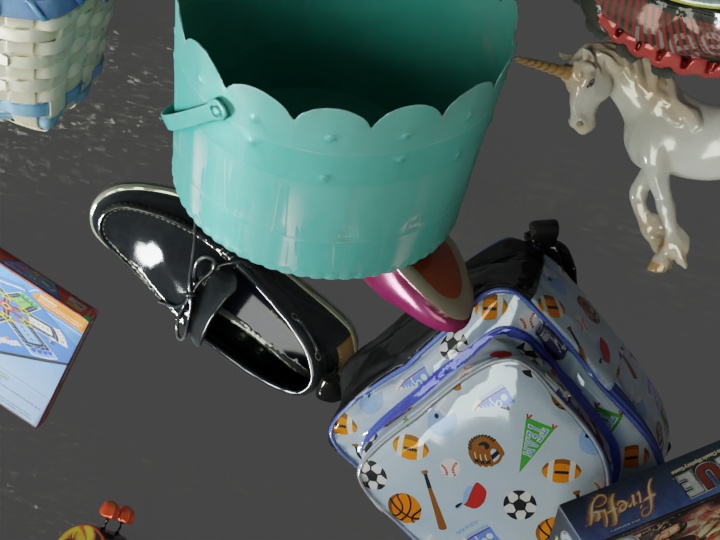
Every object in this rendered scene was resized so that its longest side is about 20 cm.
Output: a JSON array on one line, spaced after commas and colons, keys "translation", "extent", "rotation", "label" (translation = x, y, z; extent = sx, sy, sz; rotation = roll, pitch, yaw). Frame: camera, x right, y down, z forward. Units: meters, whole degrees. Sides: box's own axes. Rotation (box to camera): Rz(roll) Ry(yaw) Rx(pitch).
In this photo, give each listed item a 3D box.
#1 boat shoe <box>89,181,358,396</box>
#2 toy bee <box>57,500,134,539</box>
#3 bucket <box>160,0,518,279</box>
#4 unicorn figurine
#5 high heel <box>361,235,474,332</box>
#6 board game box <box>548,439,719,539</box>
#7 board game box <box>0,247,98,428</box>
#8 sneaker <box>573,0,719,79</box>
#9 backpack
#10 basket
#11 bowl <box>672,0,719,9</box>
[{"translation": [-0.093, 0.012, 1.639], "extent": [0.200, 0.062, 0.075], "rotation": [36, 124, 4], "label": "boat shoe"}, {"translation": [-0.185, 0.218, 1.750], "extent": [0.200, 0.131, 0.109], "rotation": [38, 98, 13], "label": "toy bee"}, {"translation": [-0.017, -0.103, 1.472], "extent": [0.206, 0.207, 0.135], "rotation": [22, 132, 11], "label": "bucket"}, {"translation": [0.194, -0.067, 1.487], "extent": [0.199, 0.074, 0.138], "rotation": [-2, 105, 7], "label": "unicorn figurine"}, {"translation": [0.000, 0.000, 1.550], "extent": [0.200, 0.067, 0.096], "rotation": [53, 127, 45], "label": "high heel"}, {"translation": [0.167, 0.185, 1.541], "extent": [0.035, 0.135, 0.200], "rotation": [57, 155, 30], "label": "board game box"}, {"translation": [-0.282, 0.015, 1.741], "extent": [0.199, 0.019, 0.103], "rotation": [33, 123, 4], "label": "board game box"}, {"translation": [0.219, -0.146, 1.422], "extent": [0.199, 0.071, 0.098], "rotation": [21, 137, 9], "label": "sneaker"}, {"translation": [0.096, 0.103, 1.559], "extent": [0.190, 0.154, 0.200], "rotation": [41, 120, -19], "label": "backpack"}, {"translation": [-0.230, -0.198, 1.545], "extent": [0.175, 0.139, 0.201], "rotation": [14, 126, 13], "label": "basket"}, {"translation": [0.201, -0.252, 1.365], "extent": [0.199, 0.108, 0.201], "rotation": [9, 118, 18], "label": "bowl"}]
